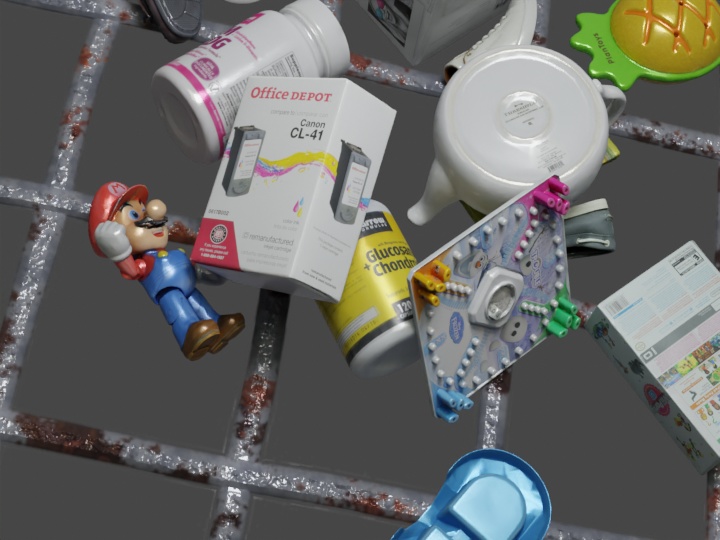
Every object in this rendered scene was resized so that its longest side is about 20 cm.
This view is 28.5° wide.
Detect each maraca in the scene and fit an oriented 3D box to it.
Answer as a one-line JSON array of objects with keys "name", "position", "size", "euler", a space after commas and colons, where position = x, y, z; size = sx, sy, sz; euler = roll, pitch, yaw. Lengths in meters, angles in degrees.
[{"name": "maraca", "position": [0.338, -0.271, 1.643], "size": [0.198, 0.107, 0.138], "euler": [-18, 60, -18]}]

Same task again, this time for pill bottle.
[{"name": "pill bottle", "position": [0.000, 0.000, 1.445], "size": [0.111, 0.112, 0.202], "euler": [-21, 69, -19]}, {"name": "pill bottle", "position": [-0.115, -0.209, 1.527], "size": [0.199, 0.114, 0.114], "euler": [-34, 74, -24]}]

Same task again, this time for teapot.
[{"name": "teapot", "position": [0.169, -0.132, 1.504], "size": [0.197, 0.146, 0.200], "euler": [15, 69, 7]}]

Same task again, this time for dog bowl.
[{"name": "dog bowl", "position": [0.098, 0.266, 1.369], "size": [0.111, 0.050, 0.200], "euler": [40, 63, 10]}]

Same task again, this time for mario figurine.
[{"name": "mario figurine", "position": [-0.193, -0.014, 1.416], "size": [0.106, 0.124, 0.200], "euler": [-38, 80, -11]}]

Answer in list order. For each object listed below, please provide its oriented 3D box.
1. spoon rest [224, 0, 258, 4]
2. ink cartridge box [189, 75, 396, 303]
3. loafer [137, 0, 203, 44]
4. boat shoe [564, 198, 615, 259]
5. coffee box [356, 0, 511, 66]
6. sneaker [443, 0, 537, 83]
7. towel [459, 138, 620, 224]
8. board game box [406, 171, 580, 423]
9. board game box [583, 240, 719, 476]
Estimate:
[{"name": "spoon rest", "position": [-0.104, -0.389, 1.658], "size": [0.099, 0.061, 0.200], "euler": [42, 78, 13]}, {"name": "ink cartridge box", "position": [-0.067, -0.083, 1.389], "size": [0.146, 0.085, 0.203], "euler": [8, 79, 41]}, {"name": "loafer", "position": [-0.234, -0.338, 1.609], "size": [0.071, 0.063, 0.202], "euler": [-1, 65, -45]}, {"name": "boat shoe", "position": [0.186, -0.020, 1.513], "size": [0.198, 0.073, 0.063], "euler": [-19, 86, -19]}, {"name": "coffee box", "position": [0.091, -0.402, 1.610], "size": [0.199, 0.201, 0.198], "euler": [-34, 74, -24]}, {"name": "sneaker", "position": [0.145, -0.246, 1.615], "size": [0.084, 0.073, 0.202], "euler": [21, 63, -1]}, {"name": "towel", "position": [0.192, -0.119, 1.595], "size": [0.198, 0.018, 0.086], "euler": [-27, 66, -20]}, {"name": "board game box", "position": [0.140, 0.031, 1.413], "size": [0.199, 0.202, 0.026], "euler": [-34, 44, -23]}, {"name": "board game box", "position": [0.356, 0.090, 1.495], "size": [0.147, 0.064, 0.201], "euler": [-31, 71, -21]}]
